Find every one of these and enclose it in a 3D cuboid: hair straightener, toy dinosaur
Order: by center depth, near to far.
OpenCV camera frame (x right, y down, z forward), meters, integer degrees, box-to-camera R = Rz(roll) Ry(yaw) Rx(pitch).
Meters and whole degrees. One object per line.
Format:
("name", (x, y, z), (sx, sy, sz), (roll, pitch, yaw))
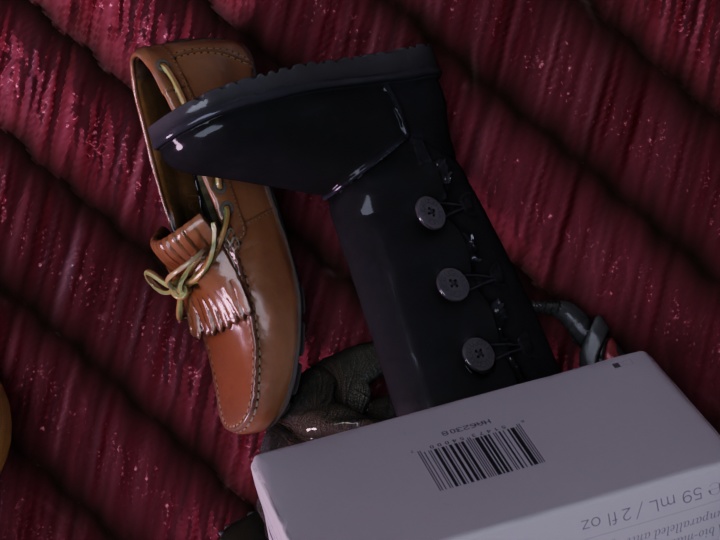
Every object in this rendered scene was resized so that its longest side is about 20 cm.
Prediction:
("hair straightener", (0.132, 0.098, 1.155), (0.077, 0.041, 0.200), (-39, 86, 11))
("toy dinosaur", (-0.018, 0.091, 1.165), (0.102, 0.077, 0.201), (6, 80, 43))

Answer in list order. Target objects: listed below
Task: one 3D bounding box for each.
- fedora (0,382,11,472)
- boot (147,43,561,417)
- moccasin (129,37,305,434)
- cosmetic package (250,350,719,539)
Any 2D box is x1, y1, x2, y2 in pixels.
("fedora", (-0.278, 0.094, 1.187), (0.200, 0.201, 0.082), (17, 127, 9))
("boot", (0.001, 0.000, 1.118), (0.164, 0.066, 0.201), (-15, 84, -28))
("moccasin", (-0.077, -0.017, 1.161), (0.077, 0.074, 0.203), (-10, 93, -33))
("cosmetic package", (0.072, 0.172, 1.062), (0.198, 0.123, 0.201), (-15, 116, -9))
